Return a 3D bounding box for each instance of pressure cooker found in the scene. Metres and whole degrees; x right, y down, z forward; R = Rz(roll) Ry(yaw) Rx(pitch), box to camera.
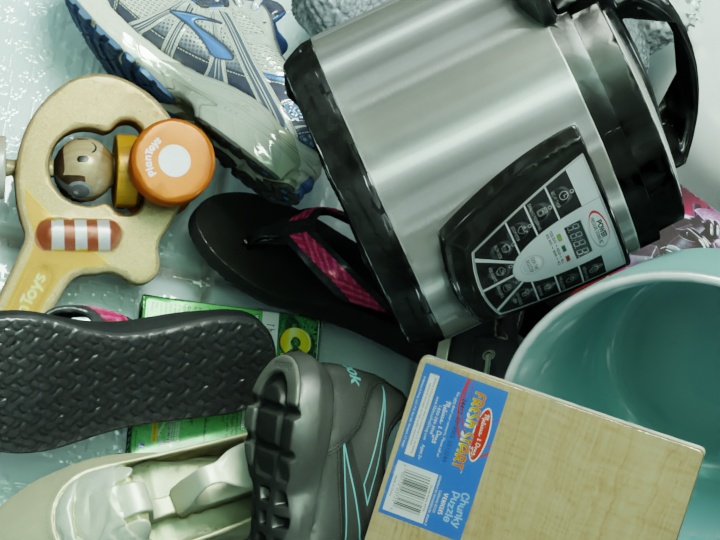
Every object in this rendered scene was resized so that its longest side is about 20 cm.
[{"bbox_3d":[0.078,-0.076,1.390,0.199,0.176,0.180,-25,94,1],"label":"pressure cooker"}]

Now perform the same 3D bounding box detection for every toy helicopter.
[{"bbox_3d":[-0.175,-0.018,1.485,0.132,0.079,0.201,29,79,-8],"label":"toy helicopter"}]

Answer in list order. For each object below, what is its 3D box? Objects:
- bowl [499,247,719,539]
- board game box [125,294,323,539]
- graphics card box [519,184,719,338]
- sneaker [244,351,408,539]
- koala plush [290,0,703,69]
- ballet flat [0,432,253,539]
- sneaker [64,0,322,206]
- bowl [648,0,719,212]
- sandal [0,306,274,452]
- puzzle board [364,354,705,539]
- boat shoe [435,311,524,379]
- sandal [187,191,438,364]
[{"bbox_3d":[0.178,0.068,1.394,0.200,0.201,0.105,32,33,0],"label":"bowl"},{"bbox_3d":[-0.078,0.116,1.483,0.104,0.023,0.201,7,69,-8],"label":"board game box"},{"bbox_3d":[0.184,0.030,1.532,0.200,0.051,0.125,39,60,18],"label":"graphics card box"},{"bbox_3d":[-0.023,0.145,1.393,0.079,0.075,0.201,9,95,-32],"label":"sneaker"},{"bbox_3d":[0.082,-0.152,1.537,0.199,0.184,0.178,34,87,-1],"label":"koala plush"},{"bbox_3d":[-0.102,0.120,1.430,0.199,0.070,0.070,-14,74,-17],"label":"ballet flat"},{"bbox_3d":[-0.084,-0.122,1.525,0.200,0.077,0.085,39,76,15],"label":"sneaker"},{"bbox_3d":[0.256,-0.115,1.611,0.200,0.090,0.202,5,69,-12],"label":"bowl"},{"bbox_3d":[-0.144,0.052,1.447,0.199,0.045,0.076,-2,111,-26],"label":"sandal"},{"bbox_3d":[0.073,0.159,1.369,0.150,0.017,0.201,19,99,10],"label":"puzzle board"},{"bbox_3d":[0.070,0.074,1.448,0.062,0.073,0.201,7,56,18],"label":"boat shoe"},{"bbox_3d":[0.000,0.000,1.521,0.199,0.045,0.075,25,43,-7],"label":"sandal"}]
